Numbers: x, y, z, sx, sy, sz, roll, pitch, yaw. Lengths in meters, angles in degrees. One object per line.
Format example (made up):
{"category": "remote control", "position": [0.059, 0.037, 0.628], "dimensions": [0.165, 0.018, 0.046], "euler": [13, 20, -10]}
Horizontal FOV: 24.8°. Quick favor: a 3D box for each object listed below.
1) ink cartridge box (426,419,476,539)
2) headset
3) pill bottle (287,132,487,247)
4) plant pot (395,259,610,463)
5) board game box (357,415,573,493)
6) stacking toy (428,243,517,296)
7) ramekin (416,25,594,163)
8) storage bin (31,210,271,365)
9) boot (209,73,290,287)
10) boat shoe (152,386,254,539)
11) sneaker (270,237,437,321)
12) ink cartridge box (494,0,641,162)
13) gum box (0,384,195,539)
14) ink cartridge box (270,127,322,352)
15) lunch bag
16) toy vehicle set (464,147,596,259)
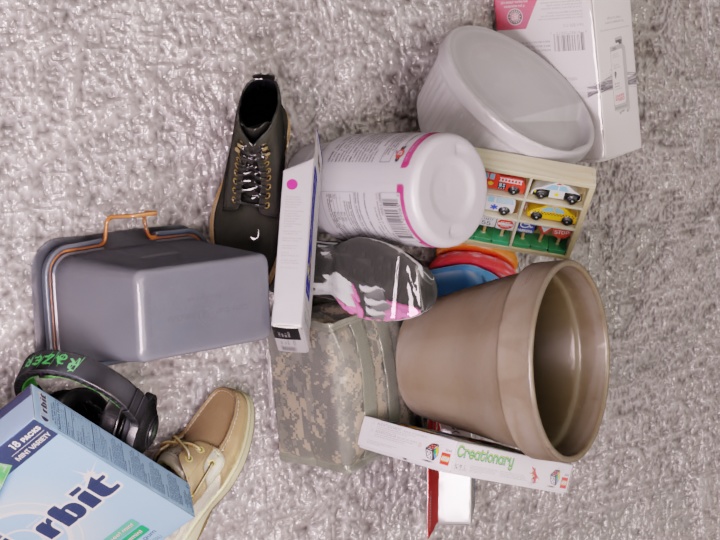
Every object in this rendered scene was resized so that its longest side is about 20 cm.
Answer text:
{"category": "ink cartridge box", "position": [0.102, 0.183, 1.808], "dimensions": [0.176, 0.044, 0.201], "euler": [-25, 115, -82]}
{"category": "headset", "position": [-0.238, 0.152, 1.479], "dimensions": [0.200, 0.123, 0.094], "euler": [57, 43, -43]}
{"category": "pill bottle", "position": [0.021, -0.083, 1.664], "dimensions": [0.113, 0.199, 0.114], "euler": [-4, 96, -44]}
{"category": "plant pot", "position": [0.136, 0.090, 1.653], "dimensions": [0.200, 0.173, 0.201], "euler": [2, 88, -61]}
{"category": "board game box", "position": [0.109, 0.189, 1.670], "dimensions": [0.200, 0.126, 0.035], "euler": [17, 86, -47]}
{"category": "stacking toy", "position": [0.141, -0.050, 1.869], "dimensions": [0.116, 0.109, 0.201], "euler": [34, 59, -38]}
{"category": "ramekin", "position": [0.152, -0.168, 1.805], "dimensions": [0.202, 0.094, 0.203], "euler": [25, 35, -19]}
{"category": "storage bin", "position": [-0.183, 0.019, 1.517], "dimensions": [0.199, 0.134, 0.146], "euler": [-9, 99, -45]}
{"category": "boot", "position": [-0.108, -0.083, 1.576], "dimensions": [0.077, 0.138, 0.201], "euler": [2, 80, -2]}
{"category": "boat shoe", "position": [-0.168, 0.197, 1.585], "dimensions": [0.066, 0.074, 0.201], "euler": [44, 63, -43]}
{"category": "sneaker", "position": [0.000, 0.000, 1.657], "dimensions": [0.086, 0.199, 0.081], "euler": [-1, 104, -53]}
{"category": "ink cartridge box", "position": [0.240, -0.232, 1.908], "dimensions": [0.083, 0.146, 0.201], "euler": [-17, 105, -44]}
{"category": "gum box", "position": [-0.274, 0.205, 1.430], "dimensions": [0.200, 0.170, 0.045], "euler": [41, 20, -38]}
{"category": "ink cartridge box", "position": [-0.060, -0.029, 1.578], "dimensions": [0.095, 0.037, 0.201], "euler": [83, 12, -73]}
{"category": "lunch bag", "position": [0.007, 0.105, 1.725], "dimensions": [0.200, 0.117, 0.165], "euler": [-19, 109, -48]}
{"category": "toy vehicle set", "position": [0.141, -0.075, 1.754], "dimensions": [0.125, 0.199, 0.027], "euler": [100, -2, -50]}
